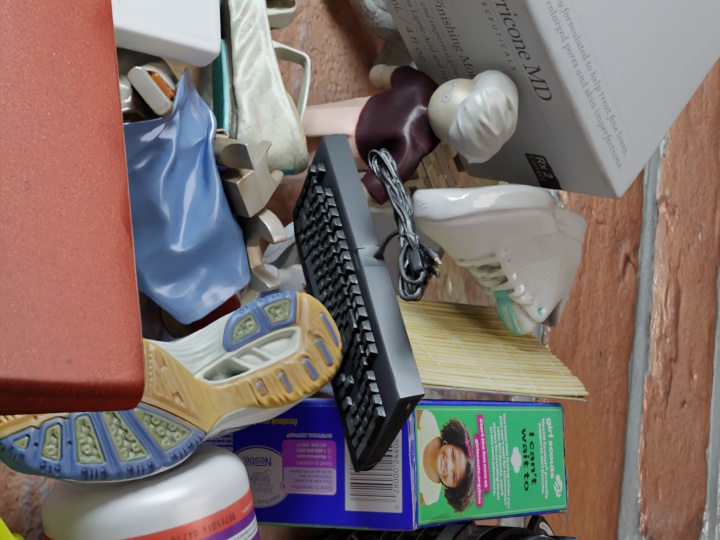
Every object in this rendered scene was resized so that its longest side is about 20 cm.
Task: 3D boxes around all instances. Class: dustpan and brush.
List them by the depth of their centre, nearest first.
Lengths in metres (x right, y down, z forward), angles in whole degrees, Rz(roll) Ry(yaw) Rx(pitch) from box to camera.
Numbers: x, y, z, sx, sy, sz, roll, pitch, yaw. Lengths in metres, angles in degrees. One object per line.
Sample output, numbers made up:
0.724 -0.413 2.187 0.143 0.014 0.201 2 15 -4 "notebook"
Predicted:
-0.041 0.006 1.032 0.198 0.057 0.141 19 107 -23 "dustpan and brush"

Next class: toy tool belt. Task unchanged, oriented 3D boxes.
-0.101 -0.029 0.890 0.125 0.122 0.201 -39 121 -22 "toy tool belt"

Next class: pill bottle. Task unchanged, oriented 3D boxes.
-0.098 0.202 0.875 0.112 0.111 0.203 -21 102 -57 "pill bottle"

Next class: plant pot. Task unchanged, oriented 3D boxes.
-0.222 -0.032 0.657 0.175 0.199 0.203 -5 88 -47 "plant pot"

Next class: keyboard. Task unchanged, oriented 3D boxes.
0.000 0.000 0.900 0.020 0.128 0.201 8 43 -26 "keyboard"

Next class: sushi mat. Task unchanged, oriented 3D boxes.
0.057 0.047 1.023 0.199 0.096 0.012 9 118 -47 "sushi mat"

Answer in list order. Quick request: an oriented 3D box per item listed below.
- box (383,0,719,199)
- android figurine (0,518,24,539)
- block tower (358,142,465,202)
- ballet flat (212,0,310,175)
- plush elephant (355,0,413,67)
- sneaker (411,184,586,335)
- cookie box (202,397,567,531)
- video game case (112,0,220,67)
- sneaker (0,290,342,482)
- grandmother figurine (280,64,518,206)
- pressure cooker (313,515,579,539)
0.130 -0.189 1.034 0.201 0.130 0.200 -52 131 -26 "box"
-0.220 0.180 0.750 0.183 0.041 0.201 61 41 -30 "android figurine"
0.022 -0.050 1.165 0.200 0.054 0.058 -55 129 -45 "block tower"
-0.064 -0.141 1.001 0.062 0.068 0.202 0 65 -14 "ballet flat"
0.059 -0.198 1.178 0.154 0.165 0.201 -31 155 -15 "plush elephant"
0.096 -0.005 1.052 0.199 0.074 0.090 15 78 -58 "sneaker"
0.012 0.117 1.014 0.199 0.170 0.076 6 82 -57 "cookie box"
-0.163 -0.211 0.842 0.198 0.024 0.184 10 66 -35 "video game case"
-0.105 0.073 0.871 0.198 0.088 0.076 -13 77 -29 "sneaker"
0.007 -0.085 1.010 0.061 0.198 0.123 40 51 -47 "grandmother figurine"
0.063 0.246 1.043 0.178 0.198 0.178 3 86 -57 "pressure cooker"
